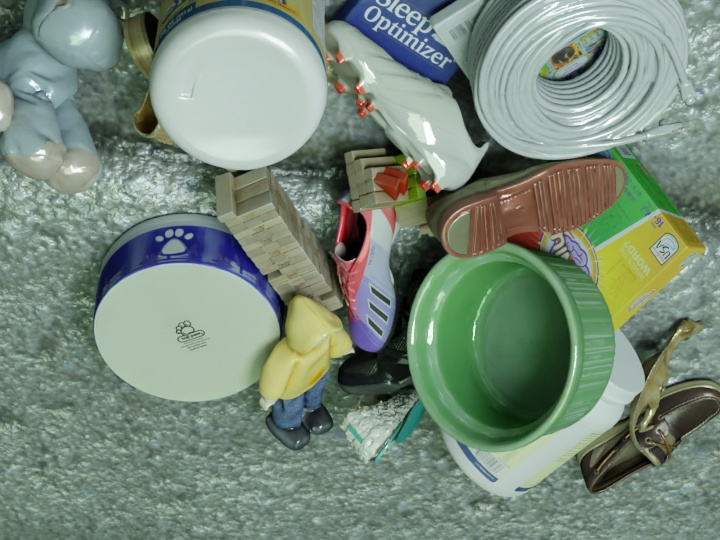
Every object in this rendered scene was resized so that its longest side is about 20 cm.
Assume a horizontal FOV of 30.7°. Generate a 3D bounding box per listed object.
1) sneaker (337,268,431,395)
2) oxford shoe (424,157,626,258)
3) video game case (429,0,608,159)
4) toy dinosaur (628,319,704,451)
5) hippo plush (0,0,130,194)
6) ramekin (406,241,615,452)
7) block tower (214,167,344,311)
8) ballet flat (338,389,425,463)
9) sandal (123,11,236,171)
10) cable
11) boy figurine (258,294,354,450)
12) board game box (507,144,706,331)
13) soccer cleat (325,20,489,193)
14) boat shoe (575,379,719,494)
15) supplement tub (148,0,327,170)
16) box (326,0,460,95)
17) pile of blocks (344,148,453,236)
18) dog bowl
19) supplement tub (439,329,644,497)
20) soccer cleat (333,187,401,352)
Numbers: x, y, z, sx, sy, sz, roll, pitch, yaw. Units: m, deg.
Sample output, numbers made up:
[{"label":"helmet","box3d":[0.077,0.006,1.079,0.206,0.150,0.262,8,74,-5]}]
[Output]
[{"label":"sneaker","box3d":[0.050,0.062,1.416,0.198,0.076,0.115,-22,117,22]},{"label":"oxford shoe","box3d":[0.154,-0.073,1.238,0.198,0.074,0.071,-14,117,-16]},{"label":"video game case","box3d":[0.170,-0.200,1.210,0.142,0.018,0.200,-29,135,15]},{"label":"toy dinosaur","box3d":[0.313,0.130,1.443,0.058,0.200,0.102,28,146,13]},{"label":"hippo plush","box3d":[-0.263,-0.177,1.163,0.159,0.200,0.161,39,96,-30]},{"label":"ramekin","box3d":[0.151,0.071,1.280,0.097,0.201,0.200,0,141,-49]},{"label":"block tower","box3d":[-0.077,-0.024,1.325,0.057,0.054,0.200,-21,139,13]},{"label":"ballet flat","box3d":[0.026,0.159,1.453,0.071,0.200,0.073,1,94,15]},{"label":"sandal","box3d":[-0.182,-0.154,1.199,0.069,0.078,0.212,-16,149,11]},{"label":"cable","box3d":[0.193,-0.188,1.166,0.198,0.070,0.201,-16,136,3]},{"label":"boy figurine","box3d":[-0.052,0.098,1.375,0.124,0.064,0.201,-28,149,-32]},{"label":"board game box","box3d":[0.224,-0.015,1.308,0.040,0.154,0.200,0,139,-49]},{"label":"soccer cleat","box3d":[0.039,-0.159,1.201,0.078,0.069,0.200,-46,113,-10]},{"label":"boat shoe","box3d":[0.345,0.202,1.545,0.199,0.072,0.072,-31,125,22]},{"label":"supplement tub","box3d":[-0.100,-0.197,1.106,0.143,0.201,0.146,-2,130,-2]},{"label":"box","box3d":[0.053,-0.233,1.195,0.120,0.033,0.200,28,123,-23]},{"label":"pile of blocks","box3d":[0.076,-0.074,1.287,0.199,0.083,0.062,23,157,-37]},{"label":"dog bowl","box3d":[-0.180,0.042,1.383,0.198,0.079,0.201,-2,130,-2]},{"label":"supplement tub","box3d":[0.197,0.140,1.438,0.144,0.146,0.200,32,122,-26]},{"label":"soccer cleat","box3d":[0.000,0.000,1.335,0.068,0.073,0.202,26,126,34]}]
